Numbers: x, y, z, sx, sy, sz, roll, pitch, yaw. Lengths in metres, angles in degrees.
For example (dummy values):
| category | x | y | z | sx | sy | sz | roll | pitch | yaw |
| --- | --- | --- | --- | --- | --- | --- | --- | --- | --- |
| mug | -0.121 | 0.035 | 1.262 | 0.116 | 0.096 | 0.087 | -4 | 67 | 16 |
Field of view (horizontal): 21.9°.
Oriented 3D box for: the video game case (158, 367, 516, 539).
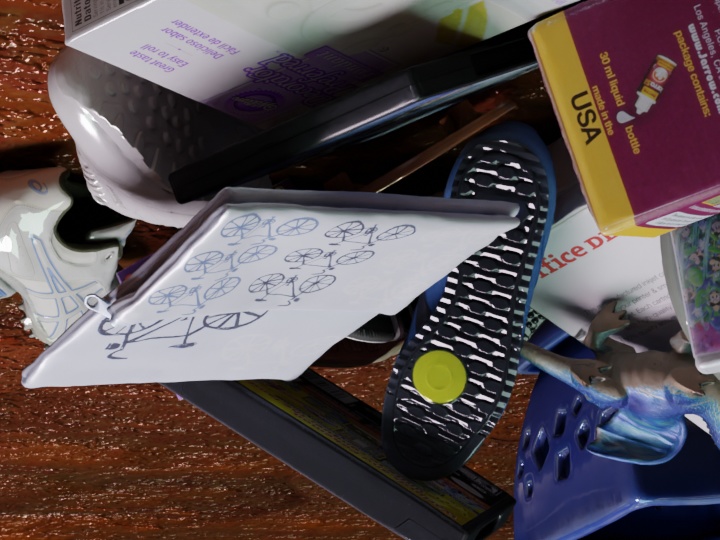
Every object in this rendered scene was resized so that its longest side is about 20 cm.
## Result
| category | x | y | z | sx | sy | sz | roll | pitch | yaw |
| --- | --- | --- | --- | --- | --- | --- | --- | --- | --- |
| video game case | -0.010 | 0.100 | 1.091 | 0.199 | 0.026 | 0.181 | 31 | -175 | 12 |

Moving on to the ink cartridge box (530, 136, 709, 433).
| category | x | y | z | sx | sy | sz | roll | pitch | yaw |
| --- | --- | --- | --- | --- | --- | --- | --- | --- | --- |
| ink cartridge box | 0.191 | -0.005 | 1.075 | 0.199 | 0.085 | 0.146 | 35 | 140 | -22 |

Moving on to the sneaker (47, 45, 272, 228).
| category | x | y | z | sx | sy | sz | roll | pitch | yaw |
| --- | --- | --- | --- | --- | --- | --- | --- | --- | --- |
| sneaker | -0.114 | -0.061 | 0.955 | 0.080 | 0.077 | 0.200 | -7 | 161 | 19 |

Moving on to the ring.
| category | x | y | z | sx | sy | sz | roll | pitch | yaw |
| --- | --- | --- | --- | --- | --- | --- | --- | --- | --- |
| ring | -0.009 | -0.040 | 0.962 | 0.199 | 0.019 | 0.200 | -32 | -178 | 1 |

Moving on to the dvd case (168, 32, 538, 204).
| category | x | y | z | sx | sy | sz | roll | pitch | yaw |
| --- | --- | --- | --- | --- | --- | --- | --- | --- | --- |
| dvd case | 0.017 | -0.080 | 0.893 | 0.142 | 0.018 | 0.200 | -21 | -178 | 33 |

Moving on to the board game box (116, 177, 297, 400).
| category | x | y | z | sx | sy | sz | roll | pitch | yaw |
| --- | --- | --- | --- | --- | --- | --- | --- | --- | --- |
| board game box | -0.082 | 0.016 | 1.179 | 0.120 | 0.032 | 0.200 | -33 | 162 | -10 |

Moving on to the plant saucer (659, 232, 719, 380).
| category | x | y | z | sx | sy | sz | roll | pitch | yaw |
| --- | --- | --- | --- | --- | --- | --- | --- | --- | --- |
| plant saucer | 0.253 | -0.021 | 0.988 | 0.198 | 0.202 | 0.050 | 3 | 180 | -25 |

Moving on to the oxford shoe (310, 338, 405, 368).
| category | x | y | z | sx | sy | sz | roll | pitch | yaw |
| --- | --- | --- | --- | --- | --- | --- | --- | --- | --- |
| oxford shoe | -0.017 | 0.040 | 1.199 | 0.074 | 0.071 | 0.199 | -34 | 161 | 32 |

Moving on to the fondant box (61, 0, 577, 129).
| category | x | y | z | sx | sy | sz | roll | pitch | yaw |
| --- | --- | --- | --- | --- | --- | --- | --- | --- | --- |
| fondant box | -0.010 | -0.134 | 0.803 | 0.199 | 0.059 | 0.144 | -18 | 158 | 32 |

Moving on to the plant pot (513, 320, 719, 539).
| category | x | y | z | sx | sy | sz | roll | pitch | yaw |
| --- | --- | --- | --- | --- | --- | --- | --- | --- | --- |
| plant pot | 0.228 | 0.105 | 1.367 | 0.198 | 0.181 | 0.200 | 1 | 160 | -21 |

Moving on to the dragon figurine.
| category | x | y | z | sx | sy | sz | roll | pitch | yaw |
| --- | --- | --- | --- | --- | --- | --- | --- | --- | --- |
| dragon figurine | 0.160 | 0.072 | 1.066 | 0.198 | 0.059 | 0.100 | 4 | 142 | 17 |

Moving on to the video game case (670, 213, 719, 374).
| category | x | y | z | sx | sy | sz | roll | pitch | yaw |
| --- | --- | --- | --- | --- | --- | --- | --- | --- | --- |
| video game case | 0.247 | -0.057 | 0.916 | 0.198 | 0.184 | 0.024 | -12 | 165 | 15 |

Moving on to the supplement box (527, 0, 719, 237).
| category | x | y | z | sx | sy | sz | roll | pitch | yaw |
| --- | --- | --- | --- | --- | --- | --- | --- | --- | --- |
| supplement box | 0.194 | -0.095 | 0.838 | 0.199 | 0.104 | 0.131 | -21 | 173 | 18 |

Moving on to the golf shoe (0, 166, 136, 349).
| category | x | y | z | sx | sy | sz | roll | pitch | yaw |
| --- | --- | --- | --- | --- | --- | --- | --- | --- | --- |
| golf shoe | -0.164 | -0.005 | 1.094 | 0.096 | 0.079 | 0.200 | -19 | 159 | 15 |

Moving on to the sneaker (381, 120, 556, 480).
| category | x | y | z | sx | sy | sz | roll | pitch | yaw |
| --- | --- | --- | --- | --- | --- | --- | --- | --- | --- |
| sneaker | 0.063 | 0.017 | 1.019 | 0.065 | 0.202 | 0.078 | 16 | -166 | 5 |

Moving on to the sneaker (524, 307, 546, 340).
| category | x | y | z | sx | sy | sz | roll | pitch | yaw |
| --- | --- | --- | --- | --- | --- | --- | --- | --- | --- |
| sneaker | 0.126 | -0.015 | 1.190 | 0.199 | 0.080 | 0.074 | -28 | 117 | 18 |

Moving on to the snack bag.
| category | x | y | z | sx | sy | sz | roll | pitch | yaw |
| --- | --- | --- | --- | --- | --- | --- | --- | --- | --- |
| snack bag | -0.047 | 0.016 | 0.898 | 0.188 | 0.022 | 0.200 | 0 | 153 | -43 |

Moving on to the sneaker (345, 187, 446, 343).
| category | x | y | z | sx | sy | sz | roll | pitch | yaw |
| --- | --- | --- | --- | --- | --- | --- | --- | --- | --- |
| sneaker | 0.000 | 0.000 | 1.095 | 0.115 | 0.076 | 0.199 | -11 | -174 | 39 |
